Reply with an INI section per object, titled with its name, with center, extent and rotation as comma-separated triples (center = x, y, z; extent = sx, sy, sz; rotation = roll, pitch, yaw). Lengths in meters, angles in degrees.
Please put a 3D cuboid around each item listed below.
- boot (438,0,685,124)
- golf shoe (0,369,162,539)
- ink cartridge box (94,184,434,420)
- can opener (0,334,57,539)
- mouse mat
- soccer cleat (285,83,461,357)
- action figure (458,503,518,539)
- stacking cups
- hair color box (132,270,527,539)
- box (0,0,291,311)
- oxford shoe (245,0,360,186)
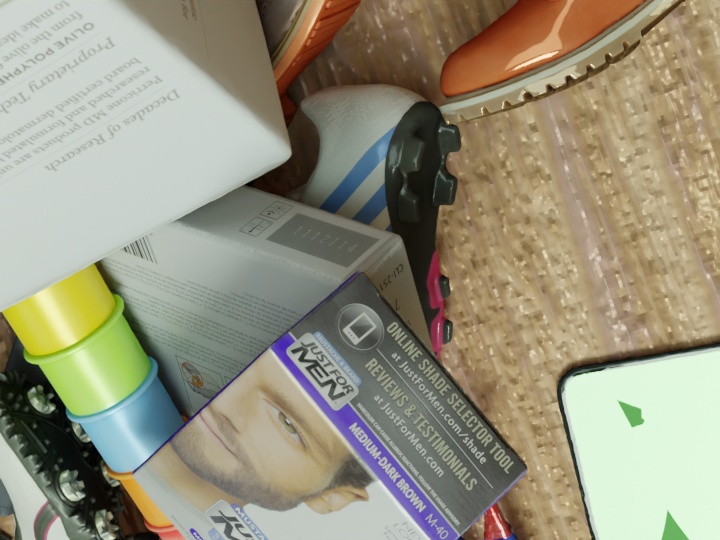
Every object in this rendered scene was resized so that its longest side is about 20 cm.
[boot]
center = 0.106, -0.149, 0.747
extent = 0.200, 0.075, 0.107
rotation = -34, 93, 11
[golf shoe]
center = -0.160, 0.145, 0.860
extent = 0.088, 0.077, 0.200
rotation = -23, 117, 11
[ink cartridge box]
center = -0.048, 0.039, 0.800
extent = 0.200, 0.045, 0.176
rotation = 20, 138, 39
[can opener]
center = -0.207, 0.109, 0.900
extent = 0.066, 0.053, 0.200
rotation = 28, 110, 5
[mouse mat]
center = 0.213, 0.109, 0.827
extent = 0.200, 0.008, 0.161
rotation = -11, 103, 15
[soccer cleat]
center = 0.000, 0.000, 0.822
extent = 0.086, 0.070, 0.200
rotation = 19, 113, 32
[action figure]
center = 0.081, 0.183, 0.858
extent = 0.065, 0.052, 0.200
rotation = -12, 108, 22
[stacking cups]
center = -0.124, 0.078, 0.837
extent = 0.060, 0.061, 0.200
rotation = -17, 116, 17
[hair color box]
center = -0.023, 0.091, 0.725
extent = 0.109, 0.065, 0.200
rotation = 50, 146, 2
[box]
center = -0.168, -0.120, 0.722
extent = 0.200, 0.171, 0.199
rotation = -27, 58, 19
[oxford shoe]
center = -0.050, -0.125, 0.789
extent = 0.073, 0.071, 0.200
rotation = 35, 111, 7
